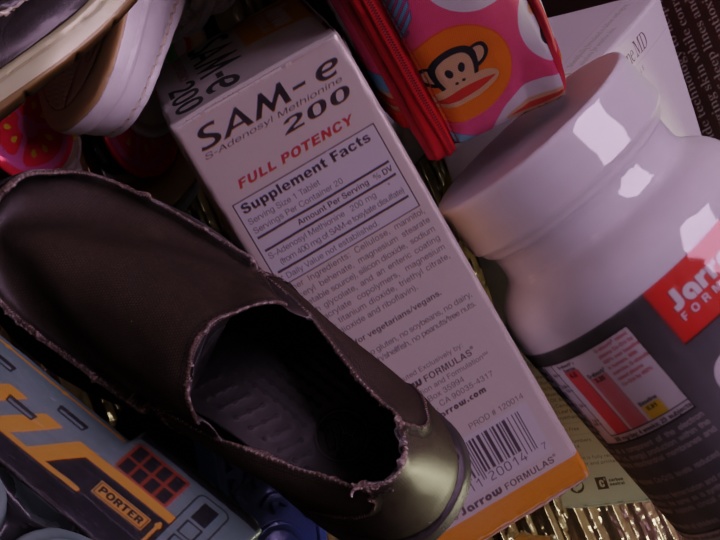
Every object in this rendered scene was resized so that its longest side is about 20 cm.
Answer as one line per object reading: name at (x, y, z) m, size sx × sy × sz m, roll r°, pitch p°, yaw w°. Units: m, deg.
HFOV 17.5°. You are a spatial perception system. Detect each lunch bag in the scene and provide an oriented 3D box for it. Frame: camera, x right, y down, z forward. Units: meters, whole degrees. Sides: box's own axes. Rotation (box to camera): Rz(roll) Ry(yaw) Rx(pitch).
lunch bag at (0.012, -0.141, 0.917) m, size 0.176 × 0.082 × 0.200 m, roll 57°, pitch 6°, yaw -39°

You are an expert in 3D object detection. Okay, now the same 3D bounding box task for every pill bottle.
pill bottle at (0.129, 0.021, 0.918) m, size 0.200 × 0.116 × 0.116 m, roll 48°, pitch 42°, yaw -9°

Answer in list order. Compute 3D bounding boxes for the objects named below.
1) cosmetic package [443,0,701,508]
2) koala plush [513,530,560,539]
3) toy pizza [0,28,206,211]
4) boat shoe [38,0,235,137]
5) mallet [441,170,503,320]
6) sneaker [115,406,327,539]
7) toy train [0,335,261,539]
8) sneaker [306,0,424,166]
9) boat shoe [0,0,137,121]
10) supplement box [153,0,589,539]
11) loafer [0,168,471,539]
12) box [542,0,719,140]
cosmetic package at (0.109, -0.008, 1.037) m, size 0.108 × 0.085 × 0.200 m, roll -49°, pitch 124°, yaw -55°
koala plush at (0.131, 0.199, 0.960) m, size 0.200 × 0.184 × 0.177 m, roll 26°, pitch 43°, yaw -7°
toy pizza at (-0.131, -0.101, 0.932) m, size 0.200 × 0.032 × 0.200 m, roll 24°, pitch 53°, yaw -35°
boat shoe at (-0.075, -0.125, 0.924) m, size 0.069 × 0.071 × 0.200 m, roll 33°, pitch 47°, yaw -29°
mallet at (0.039, -0.043, 1.073) m, size 0.066 × 0.041 × 0.200 m, roll 38°, pitch 42°, yaw -29°
sneaker at (-0.055, 0.114, 0.864) m, size 0.070 × 0.078 × 0.200 m, roll 4°, pitch 87°, yaw -36°
toy train at (-0.128, 0.074, 0.771) m, size 0.200 × 0.085 × 0.114 m, roll 37°, pitch 35°, yaw 8°
sneaker at (0.011, -0.136, 1.065) m, size 0.089 × 0.074 × 0.200 m, roll 41°, pitch 44°, yaw -24°
boat shoe at (-0.153, -0.069, 0.801) m, size 0.200 × 0.073 × 0.065 m, roll -41°, pitch 102°, yaw -20°
supplement box at (0.000, 0.000, 0.912) m, size 0.200 × 0.073 × 0.126 m, roll 60°, pitch -1°, yaw -15°
loafer at (-0.050, 0.020, 0.786) m, size 0.200 × 0.071 × 0.073 m, roll 29°, pitch 78°, yaw 12°
box at (0.203, -0.097, 1.142) m, size 0.164 × 0.200 × 0.166 m, roll -5°, pitch 72°, yaw -47°
